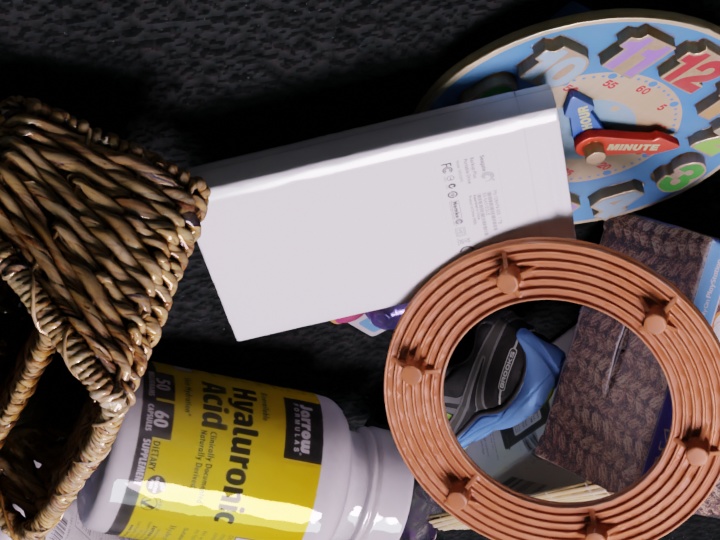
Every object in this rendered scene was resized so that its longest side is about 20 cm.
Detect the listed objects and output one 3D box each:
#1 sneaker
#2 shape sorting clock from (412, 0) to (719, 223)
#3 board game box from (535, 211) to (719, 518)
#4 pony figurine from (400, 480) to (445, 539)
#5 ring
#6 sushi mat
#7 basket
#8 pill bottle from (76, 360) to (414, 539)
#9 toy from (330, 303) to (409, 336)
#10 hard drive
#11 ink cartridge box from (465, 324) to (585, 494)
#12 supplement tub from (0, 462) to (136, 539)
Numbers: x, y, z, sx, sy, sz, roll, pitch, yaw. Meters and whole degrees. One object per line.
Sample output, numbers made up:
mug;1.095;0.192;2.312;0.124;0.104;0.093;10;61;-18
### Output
sneaker;0.060;0.072;1.240;0.071;0.083;0.199;-41;-178;-35
shape sorting clock;0.124;-0.077;1.045;0.199;0.039;0.200;-8;147;-5
board game box;0.231;0.067;1.169;0.199;0.160;0.097;13;-175;-34
pony figurine;-0.016;0.232;1.406;0.199;0.168;0.193;4;177;-28
ring;0.108;0.077;1.058;0.199;0.019;0.202;6;116;12
sushi mat;0.136;0.163;1.272;0.095;0.012;0.200;13;160;-28
basket;-0.184;0.027;0.974;0.142;0.150;0.200;25;147;-11
pill bottle;-0.072;0.126;1.209;0.199;0.112;0.111;12;142;-17
toy;0.000;0.000;1.119;0.115;0.047;0.200;-26;144;25
hard drive;0.014;-0.028;1.029;0.199;0.027;0.132;-13;141;3
ink cartridge box;0.159;0.102;1.306;0.115;0.067;0.200;17;139;-35
supplement tub;-0.231;0.181;1.254;0.131;0.133;0.200;-16;147;8
